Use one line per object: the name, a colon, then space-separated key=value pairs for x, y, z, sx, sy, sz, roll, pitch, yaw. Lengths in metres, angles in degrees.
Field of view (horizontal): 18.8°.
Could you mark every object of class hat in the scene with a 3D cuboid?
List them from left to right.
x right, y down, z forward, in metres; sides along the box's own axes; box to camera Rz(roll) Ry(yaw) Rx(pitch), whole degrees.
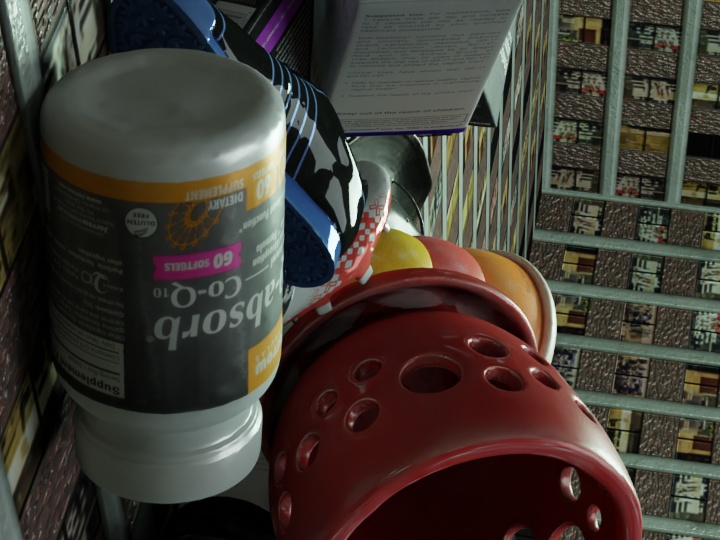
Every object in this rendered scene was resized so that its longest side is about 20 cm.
hat: x=0.000 y=0.000 z=1.488 sx=0.200 sy=0.081 sz=0.201 roll=-35 pitch=153 yaw=-21

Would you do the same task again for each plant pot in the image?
plant pot: x=0.037 y=0.115 z=1.242 sx=0.183 sy=0.199 sz=0.201 roll=-117 pitch=-158 yaw=-50

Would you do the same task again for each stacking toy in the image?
stacking toy: x=0.015 y=0.018 z=1.360 sx=0.200 sy=0.146 sz=0.147 roll=34 pitch=56 yaw=-39

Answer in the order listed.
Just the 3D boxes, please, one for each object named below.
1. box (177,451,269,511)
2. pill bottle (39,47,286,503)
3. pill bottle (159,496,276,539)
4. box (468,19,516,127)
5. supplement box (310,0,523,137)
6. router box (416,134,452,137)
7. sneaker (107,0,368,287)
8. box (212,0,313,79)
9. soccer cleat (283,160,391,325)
box: x=-0.060 y=0.192 z=1.437 sx=0.153 sy=0.106 sz=0.200 roll=89 pitch=12 yaw=-45
pill bottle: x=-0.093 y=0.004 z=1.043 sx=0.117 sy=0.116 sz=0.201 roll=-69 pitch=163 yaw=-58
pill bottle: x=-0.096 y=0.220 z=1.210 sx=0.200 sy=0.111 sz=0.112 roll=-70 pitch=164 yaw=-56
box: x=0.089 y=-0.213 z=1.500 sx=0.143 sy=0.036 sz=0.201 roll=49 pitch=52 yaw=-75
supplement box: x=0.027 y=-0.164 z=1.310 sx=0.200 sy=0.103 sz=0.102 roll=110 pitch=-24 yaw=-71
router box: x=0.041 y=-0.218 z=1.548 sx=0.150 sy=0.062 sz=0.201 roll=71 pitch=24 yaw=-63
sneaker: x=-0.061 y=-0.086 z=1.146 sx=0.200 sy=0.070 sz=0.078 roll=59 pitch=38 yaw=-30
box: x=-0.068 y=-0.083 z=1.288 sx=0.143 sy=0.036 sz=0.201 roll=-63 pitch=161 yaw=-49
soccer cleat: x=-0.058 y=-0.004 z=1.212 sx=0.200 sy=0.069 sz=0.085 roll=-45 pitch=130 yaw=-20
